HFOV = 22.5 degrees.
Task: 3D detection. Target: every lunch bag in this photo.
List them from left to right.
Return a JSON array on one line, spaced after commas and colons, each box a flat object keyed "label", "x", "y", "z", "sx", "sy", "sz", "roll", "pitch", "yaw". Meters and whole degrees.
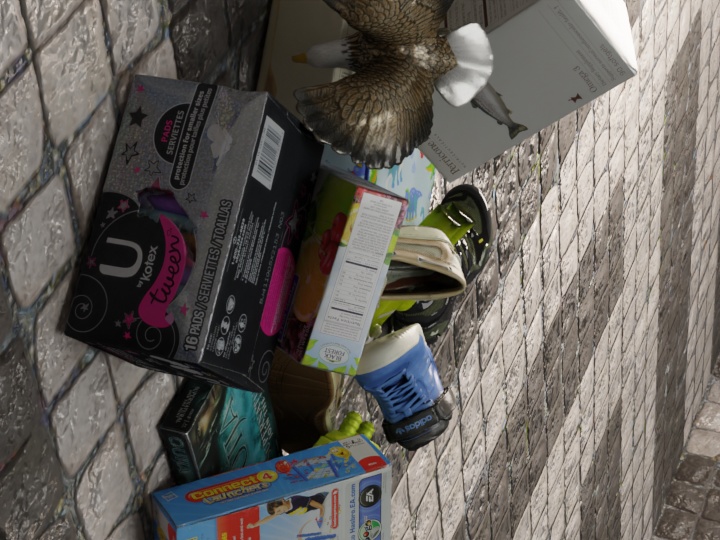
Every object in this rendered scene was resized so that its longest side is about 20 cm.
[{"label": "lunch bag", "x": 0.011, "y": -0.105, "z": 1.686, "sx": 0.200, "sy": 0.082, "sz": 0.161, "roll": -27, "pitch": 127, "yaw": -65}]

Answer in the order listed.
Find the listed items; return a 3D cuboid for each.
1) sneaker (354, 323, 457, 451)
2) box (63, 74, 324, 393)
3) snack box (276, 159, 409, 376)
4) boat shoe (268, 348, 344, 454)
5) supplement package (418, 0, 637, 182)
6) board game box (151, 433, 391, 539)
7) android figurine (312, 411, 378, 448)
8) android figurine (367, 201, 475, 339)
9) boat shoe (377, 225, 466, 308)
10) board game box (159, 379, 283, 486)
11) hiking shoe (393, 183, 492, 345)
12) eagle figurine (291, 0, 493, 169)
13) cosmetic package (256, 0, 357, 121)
[{"label": "sneaker", "x": 0.043, "y": 0.113, "z": 1.701, "sx": 0.200, "sy": 0.077, "sz": 0.111, "roll": 15, "pitch": 52, "yaw": -85}, {"label": "box", "x": -0.120, "y": -0.026, "z": 1.327, "sx": 0.132, "sy": 0.114, "sz": 0.201, "roll": 37, "pitch": 65, "yaw": -67}, {"label": "snack box", "x": -0.044, "y": -0.014, "z": 1.426, "sx": 0.053, "sy": 0.200, "sz": 0.143, "roll": 15, "pitch": 97, "yaw": -27}, {"label": "boat shoe", "x": -0.051, "y": 0.102, "z": 1.663, "sx": 0.200, "sy": 0.073, "sz": 0.063, "roll": 92, "pitch": 13, "yaw": -55}, {"label": "supplement package", "x": 0.124, "y": -0.192, "z": 1.591, "sx": 0.117, "sy": 0.200, "sz": 0.117, "roll": 44, "pitch": 29, "yaw": -31}, {"label": "board game box", "x": -0.072, "y": 0.257, "z": 1.536, "sx": 0.195, "sy": 0.056, "sz": 0.200, "roll": -13, "pitch": 121, "yaw": -24}, {"label": "android figurine", "x": -0.043, "y": 0.223, "z": 1.652, "sx": 0.200, "sy": 0.041, "sz": 0.182, "roll": -62, "pitch": 158, "yaw": -5}, {"label": "android figurine", "x": 0.028, "y": 0.018, "z": 1.734, "sx": 0.200, "sy": 0.041, "sz": 0.182, "roll": -48, "pitch": 172, "yaw": 12}, {"label": "boat shoe", "x": 0.000, "y": 0.000, "z": 1.571, "sx": 0.076, "sy": 0.199, "sz": 0.072, "roll": -121, "pitch": -147, "yaw": -46}, {"label": "board game box", "x": -0.115, "y": 0.152, "z": 1.564, "sx": 0.200, "sy": 0.028, "sz": 0.135, "roll": 80, "pitch": 28, "yaw": -45}, {"label": "hiking shoe", "x": 0.090, "y": -0.020, "z": 1.957, "sx": 0.101, "sy": 0.076, "sz": 0.200, "roll": 74, "pitch": 34, "yaw": -58}, {"label": "eagle figurine", "x": 0.018, "y": -0.169, "z": 1.411, "sx": 0.152, "sy": 0.151, "sz": 0.200, "roll": 53, "pitch": 6, "yaw": -7}, {"label": "cosmetic package", "x": -0.027, "y": -0.210, "z": 1.538, "sx": 0.105, "sy": 0.071, "sz": 0.201, "roll": 10, "pitch": 92, "yaw": -70}]
